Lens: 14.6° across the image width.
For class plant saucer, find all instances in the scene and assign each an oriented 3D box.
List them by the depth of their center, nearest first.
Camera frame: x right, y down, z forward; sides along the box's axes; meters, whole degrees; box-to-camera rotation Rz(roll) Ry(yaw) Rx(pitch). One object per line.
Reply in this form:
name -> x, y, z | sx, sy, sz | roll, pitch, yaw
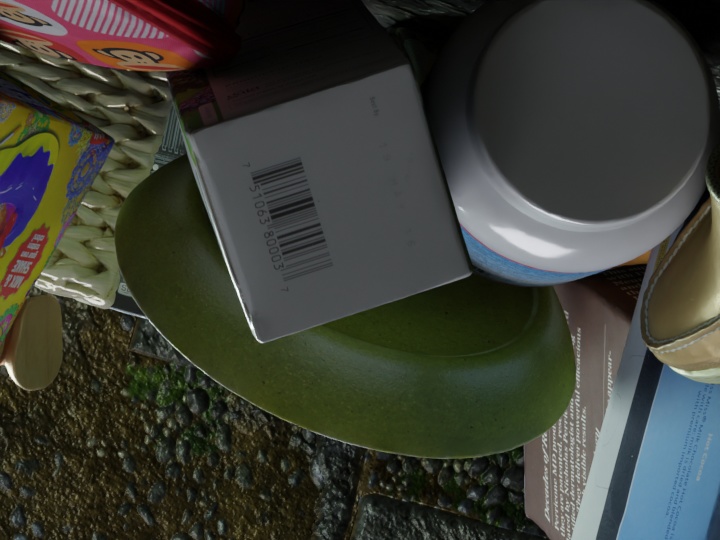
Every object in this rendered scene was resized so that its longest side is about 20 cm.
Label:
plant saucer -> 0.000, 0.000, 1.144 | 0.200, 0.031, 0.200 | 17, -149, -11

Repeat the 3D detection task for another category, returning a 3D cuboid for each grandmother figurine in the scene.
grandmother figurine -> -0.236, 0.011, 1.292 | 0.200, 0.061, 0.121 | 12, 167, 36

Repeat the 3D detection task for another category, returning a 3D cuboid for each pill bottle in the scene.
pill bottle -> 0.074, -0.051, 1.052 | 0.109, 0.109, 0.200 | 16, 177, -2

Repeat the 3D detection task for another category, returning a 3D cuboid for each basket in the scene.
basket -> -0.183, -0.085, 1.293 | 0.200, 0.161, 0.198 | 18, 178, -7

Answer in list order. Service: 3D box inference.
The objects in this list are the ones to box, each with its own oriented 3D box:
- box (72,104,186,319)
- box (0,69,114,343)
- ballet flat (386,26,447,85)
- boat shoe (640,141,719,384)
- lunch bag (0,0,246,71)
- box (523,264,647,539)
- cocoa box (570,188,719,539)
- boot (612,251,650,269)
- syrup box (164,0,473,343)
box -> -0.047, -0.038, 1.452 | 0.200, 0.158, 0.050 | 16, 177, 15
box -> -0.226, -0.054, 1.071 | 0.192, 0.122, 0.200 | 31, -177, 10
ballet flat -> 0.028, -0.079, 1.306 | 0.071, 0.069, 0.200 | -2, -174, -14
boat shoe -> 0.146, -0.026, 0.957 | 0.076, 0.072, 0.200 | 11, 144, -29
lunch bag -> -0.143, -0.136, 0.960 | 0.200, 0.082, 0.176 | 13, 172, 35
box -> 0.191, 0.074, 1.423 | 0.166, 0.165, 0.200 | -7, -162, -16
cocoa box -> 0.173, 0.079, 1.089 | 0.133, 0.200, 0.131 | 17, 176, -17
boot -> 0.146, -0.038, 1.312 | 0.200, 0.074, 0.155 | 3, 177, 4
syrup box -> -0.022, -0.046, 1.014 | 0.081, 0.079, 0.200 | -18, -164, -3
